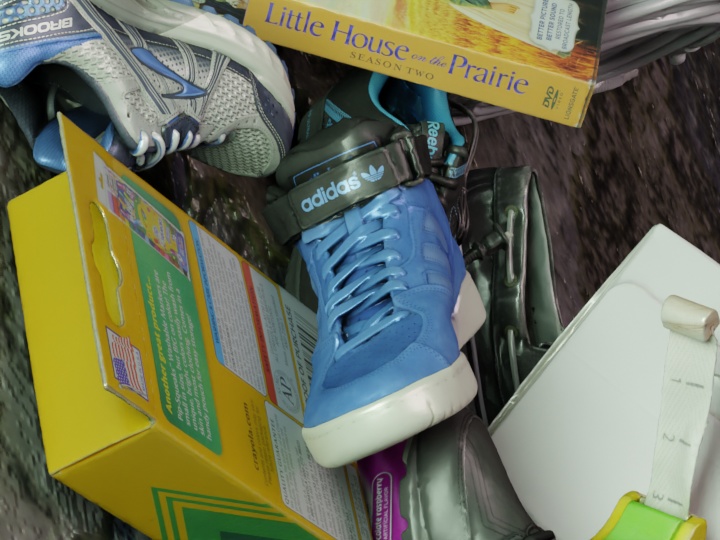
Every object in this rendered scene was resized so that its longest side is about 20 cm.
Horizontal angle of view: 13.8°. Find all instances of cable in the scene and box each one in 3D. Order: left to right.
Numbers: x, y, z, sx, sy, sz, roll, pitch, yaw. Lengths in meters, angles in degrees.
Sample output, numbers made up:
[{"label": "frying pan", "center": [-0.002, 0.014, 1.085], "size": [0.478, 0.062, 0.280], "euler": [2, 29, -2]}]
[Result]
[{"label": "cable", "center": [0.111, -0.135, 1.524], "size": [0.199, 0.200, 0.070], "euler": [-17, 85, -29]}]

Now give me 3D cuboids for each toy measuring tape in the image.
[{"label": "toy measuring tape", "center": [0.109, 0.112, 1.225], "size": [0.074, 0.073, 0.201], "euler": [-40, 140, -66]}]

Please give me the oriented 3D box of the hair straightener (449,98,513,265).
[{"label": "hair straightener", "center": [0.036, -0.010, 1.422], "size": [0.041, 0.076, 0.201], "euler": [72, 11, -50]}]

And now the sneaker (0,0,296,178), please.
[{"label": "sneaker", "center": [-0.099, -0.068, 1.190], "size": [0.200, 0.077, 0.086], "euler": [29, 55, -47]}]

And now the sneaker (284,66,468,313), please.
[{"label": "sneaker", "center": [0.011, -0.024, 1.346], "size": [0.073, 0.082, 0.201], "euler": [14, 47, -25]}]

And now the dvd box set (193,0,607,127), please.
[{"label": "dvd box set", "center": [0.016, -0.144, 1.363], "size": [0.147, 0.199, 0.030], "euler": [-76, -178, -49]}]

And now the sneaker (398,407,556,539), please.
[{"label": "sneaker", "center": [0.078, 0.143, 1.180], "size": [0.075, 0.079, 0.201], "euler": [-19, 88, -66]}]

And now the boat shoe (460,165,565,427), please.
[{"label": "boat shoe", "center": [0.079, 0.046, 1.464], "size": [0.072, 0.071, 0.201], "euler": [-26, 102, -68]}]

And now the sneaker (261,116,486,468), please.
[{"label": "sneaker", "center": [-0.001, 0.000, 1.191], "size": [0.112, 0.076, 0.200], "euler": [65, 16, -10]}]

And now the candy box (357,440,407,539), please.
[{"label": "candy box", "center": [0.052, 0.174, 1.272], "size": [0.200, 0.061, 0.137], "euler": [47, 32, -40]}]

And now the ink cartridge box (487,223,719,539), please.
[{"label": "ink cartridge box", "center": [0.166, 0.102, 1.379], "size": [0.147, 0.145, 0.200], "euler": [37, -5, 27]}]

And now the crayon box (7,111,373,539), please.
[{"label": "crayon box", "center": [-0.072, 0.041, 1.155], "size": [0.200, 0.051, 0.126], "euler": [41, 30, -50]}]
